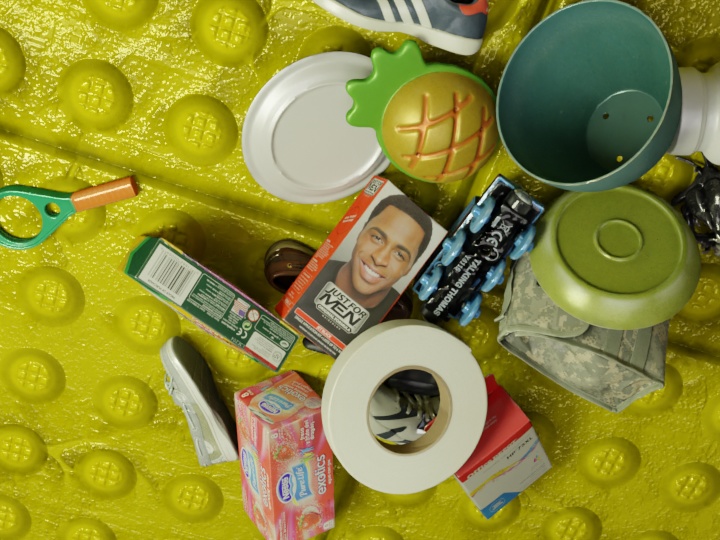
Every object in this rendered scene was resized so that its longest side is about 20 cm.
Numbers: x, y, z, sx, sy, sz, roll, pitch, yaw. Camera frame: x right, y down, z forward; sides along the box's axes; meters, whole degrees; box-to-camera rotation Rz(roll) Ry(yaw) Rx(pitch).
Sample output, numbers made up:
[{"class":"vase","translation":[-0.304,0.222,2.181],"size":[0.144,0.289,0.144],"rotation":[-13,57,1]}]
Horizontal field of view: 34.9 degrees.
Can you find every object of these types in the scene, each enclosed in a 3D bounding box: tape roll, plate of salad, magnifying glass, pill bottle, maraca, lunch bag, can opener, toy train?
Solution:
[{"class":"tape roll","translation":[0.053,0.159,1.336],"size":[0.199,0.037,0.207],"rotation":[-3,101,-15]},{"class":"plate of salad","translation":[-0.042,-0.164,1.308],"size":[0.196,0.048,0.202],"rotation":[-12,133,-13]},{"class":"magnifying glass","translation":[-0.364,-0.078,1.386],"size":[0.196,0.023,0.081],"rotation":[-13,118,10]},{"class":"pill bottle","translation":[0.439,-0.173,1.260],"size":[0.196,0.116,0.118],"rotation":[1,120,0]},{"class":"maraca","translation":[0.073,-0.172,1.265],"size":[0.199,0.107,0.138],"rotation":[30,109,-31]},{"class":"lunch bag","translation":[0.259,0.043,1.347],"size":[0.197,0.166,0.118],"rotation":[25,146,-13]},{"class":"can opener","translation":[0.022,0.097,1.454],"size":[0.197,0.079,0.064],"rotation":[17,121,4]},{"class":"toy train","translation":[0.136,-0.025,1.350],"size":[0.086,0.115,0.201],"rotation":[31,116,-9]}]

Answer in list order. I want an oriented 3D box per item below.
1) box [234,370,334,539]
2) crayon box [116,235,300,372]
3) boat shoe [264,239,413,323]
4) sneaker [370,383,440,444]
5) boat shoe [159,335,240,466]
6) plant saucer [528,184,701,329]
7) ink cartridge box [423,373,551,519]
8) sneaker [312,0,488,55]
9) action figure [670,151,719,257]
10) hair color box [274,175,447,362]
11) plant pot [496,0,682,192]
[{"class":"box","translation":[-0.099,0.250,1.501],"size":[0.093,0.102,0.203],"rotation":[-17,124,-27]},{"class":"crayon box","translation":[-0.185,0.037,1.359],"size":[0.199,0.172,0.059],"rotation":[36,80,-17]},{"class":"boat shoe","translation":[-0.028,0.030,1.411],"size":[0.197,0.068,0.073],"rotation":[21,118,-11]},{"class":"sneaker","translation":[0.081,0.175,1.485],"size":[0.129,0.080,0.200],"rotation":[-35,113,17]},{"class":"boat shoe","translation":[-0.217,0.176,1.496],"size":[0.064,0.075,0.204],"rotation":[-19,124,6]},{"class":"plant saucer","translation":[0.291,-0.028,1.301],"size":[0.196,0.203,0.031],"rotation":[0,146,1]},{"class":"ink cartridge box","translation":[0.164,0.225,1.452],"size":[0.116,0.067,0.201],"rotation":[-38,144,-3]},{"class":"sneaker","translation":[0.045,-0.299,1.228],"size":[0.196,0.075,0.086],"rotation":[12,113,-12]},{"class":"action figure","translation":[0.437,-0.050,1.340],"size":[0.118,0.101,0.203],"rotation":[-28,77,46]},{"class":"hair color box","translation":[0.000,0.000,1.342],"size":[0.101,0.061,0.201],"rotation":[37,88,-18]},{"class":"plant pot","translation":[0.264,-0.171,1.242],"size":[0.199,0.202,0.134],"rotation":[-38,149,20]}]
